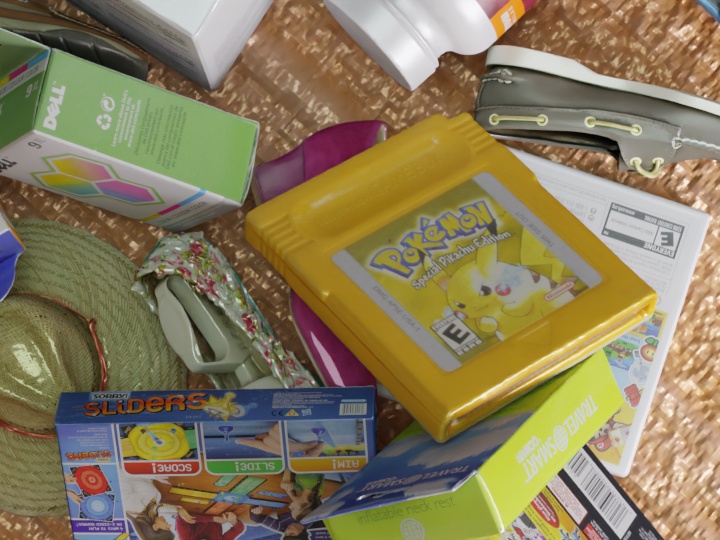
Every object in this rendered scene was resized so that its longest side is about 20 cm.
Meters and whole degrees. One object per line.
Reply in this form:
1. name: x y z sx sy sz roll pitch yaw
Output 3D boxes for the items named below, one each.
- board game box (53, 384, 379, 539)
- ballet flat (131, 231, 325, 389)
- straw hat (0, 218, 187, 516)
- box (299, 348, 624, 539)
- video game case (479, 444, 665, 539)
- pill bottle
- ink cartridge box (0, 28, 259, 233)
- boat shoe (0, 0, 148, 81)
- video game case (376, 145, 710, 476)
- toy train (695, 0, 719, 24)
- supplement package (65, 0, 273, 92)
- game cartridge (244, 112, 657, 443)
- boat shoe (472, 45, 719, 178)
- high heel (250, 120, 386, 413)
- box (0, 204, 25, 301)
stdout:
1. board game box: -0.086 0.137 1.645 0.199 0.034 0.136 -1 126 3
2. ballet flat: -0.081 0.064 1.674 0.200 0.064 0.076 51 128 10
3. straw hat: -0.212 0.060 1.671 0.200 0.085 0.202 0 84 0
4. box: 0.065 0.115 1.572 0.122 0.200 0.048 -17 103 36
5. video game case: 0.150 0.206 1.607 0.025 0.181 0.200 -38 93 31
6. pill bottle: 0.076 -0.214 1.679 0.200 0.113 0.113 -44 86 -2
7. ink cartridge box: -0.176 -0.087 1.634 0.200 0.104 0.059 19 72 -24
8. boat shoe: -0.235 -0.155 1.684 0.200 0.076 0.074 12 43 -22
9. video game case: 0.108 0.018 1.704 0.200 0.023 0.182 18 85 1
10. toy train: 0.301 -0.218 1.676 0.087 0.114 0.200 43 86 1
11. supplement package: -0.120 -0.228 1.638 0.150 0.200 0.152 32 86 3
12. game cartridge: 0.055 -0.004 1.612 0.176 0.032 0.200 -29 59 -27
13. boat shoe: 0.173 -0.093 1.689 0.201 0.072 0.060 15 85 7
14. high heel: 0.000 0.000 1.674 0.096 0.067 0.200 -23 63 8
15. box: -0.303 -0.047 1.673 0.119 0.041 0.200 -32 63 -2
